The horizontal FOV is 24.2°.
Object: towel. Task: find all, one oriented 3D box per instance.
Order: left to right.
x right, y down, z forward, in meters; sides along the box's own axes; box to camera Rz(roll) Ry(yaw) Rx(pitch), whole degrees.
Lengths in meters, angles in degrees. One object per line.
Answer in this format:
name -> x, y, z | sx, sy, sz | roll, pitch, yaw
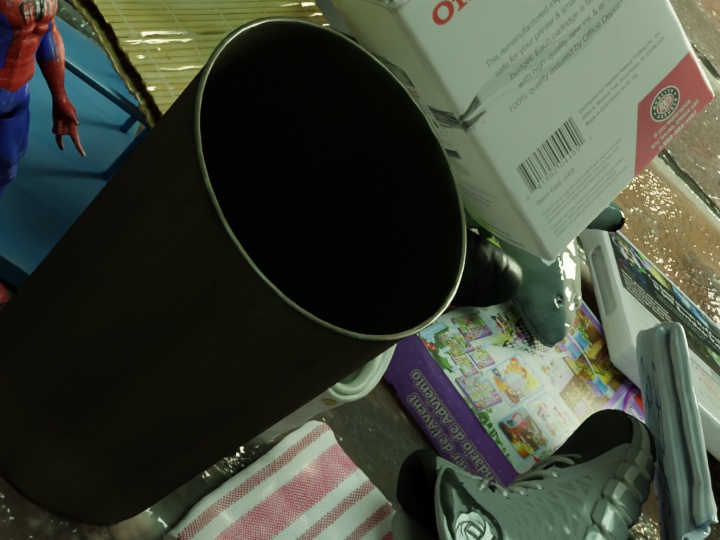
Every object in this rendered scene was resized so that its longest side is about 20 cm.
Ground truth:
towel -> 0.007, 0.171, 0.814 | 0.200, 0.030, 0.146 | 50, 31, 4

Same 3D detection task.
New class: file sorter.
file sorter -> -0.153, -0.110, 0.840 | 0.139, 0.123, 0.200 | 35, 34, -19

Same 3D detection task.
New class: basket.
basket -> -0.071, 0.012, 0.726 | 0.136, 0.200, 0.181 | 40, 35, -15

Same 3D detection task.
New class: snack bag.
snack bag -> 0.175, 0.127, 0.917 | 0.189, 0.021, 0.201 | 28, 55, -83

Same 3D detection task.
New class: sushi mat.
sushi mat -> -0.065, -0.113, 0.824 | 0.096, 0.012, 0.200 | 58, 28, 8

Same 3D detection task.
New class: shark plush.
shark plush -> 0.078, -0.051, 1.014 | 0.083, 0.091, 0.200 | -50, 118, -30

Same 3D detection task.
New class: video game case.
video game case -> 0.232, 0.068, 1.170 | 0.200, 0.023, 0.182 | 41, 23, -21

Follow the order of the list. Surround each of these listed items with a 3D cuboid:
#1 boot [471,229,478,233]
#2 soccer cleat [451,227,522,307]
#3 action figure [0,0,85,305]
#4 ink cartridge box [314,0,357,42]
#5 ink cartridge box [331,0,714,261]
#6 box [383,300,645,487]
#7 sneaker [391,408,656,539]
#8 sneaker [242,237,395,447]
boot -> 0.022, -0.097, 1.115 | 0.166, 0.072, 0.201 | 32, 31, -46
soccer cleat -> 0.000, 0.000, 0.953 | 0.199, 0.068, 0.081 | 15, 57, -20
action figure -> -0.154, -0.067, 0.711 | 0.052, 0.201, 0.065 | 34, 33, 27
ink cartridge box -> -0.040, -0.200, 1.004 | 0.083, 0.200, 0.147 | 10, 47, -40
ink cartridge box -> 0.087, -0.129, 0.921 | 0.085, 0.146, 0.200 | 33, -17, 50
box -> 0.107, 0.078, 1.030 | 0.137, 0.039, 0.200 | 53, 32, 10
sneaker -> 0.079, 0.114, 0.866 | 0.115, 0.075, 0.200 | 38, 40, -5
sneaker -> -0.015, -0.017, 0.845 | 0.073, 0.115, 0.201 | 20, 63, -32
